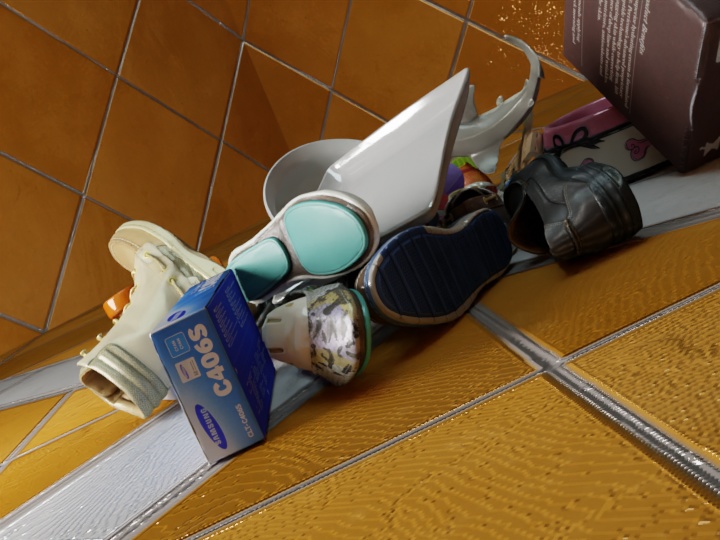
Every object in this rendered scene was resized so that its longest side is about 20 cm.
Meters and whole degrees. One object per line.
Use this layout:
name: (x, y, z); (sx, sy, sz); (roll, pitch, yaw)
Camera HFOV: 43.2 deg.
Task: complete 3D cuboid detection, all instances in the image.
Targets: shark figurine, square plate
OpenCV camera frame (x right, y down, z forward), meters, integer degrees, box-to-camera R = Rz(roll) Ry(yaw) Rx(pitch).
shark figurine: (0.153, -0.160, 1.022); (0.127, 0.091, 0.213); (22, -36, -32)
square plate: (0.016, -0.071, 0.814); (0.197, 0.028, 0.202); (-31, 28, 39)

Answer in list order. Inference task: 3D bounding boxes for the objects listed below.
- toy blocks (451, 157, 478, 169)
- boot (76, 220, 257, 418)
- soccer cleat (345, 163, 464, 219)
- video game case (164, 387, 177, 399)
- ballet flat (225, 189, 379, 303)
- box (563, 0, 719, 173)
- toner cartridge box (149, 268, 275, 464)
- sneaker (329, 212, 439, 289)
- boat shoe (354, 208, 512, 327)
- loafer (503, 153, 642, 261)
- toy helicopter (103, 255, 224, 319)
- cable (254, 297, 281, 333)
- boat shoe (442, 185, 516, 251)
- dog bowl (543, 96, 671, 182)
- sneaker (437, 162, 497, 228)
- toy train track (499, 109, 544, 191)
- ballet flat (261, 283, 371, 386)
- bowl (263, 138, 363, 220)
toy blocks: (0.100, -0.104, 1.215); (0.136, 0.101, 0.200); (-35, 6, 11)
boot: (-0.211, 0.042, 0.854); (0.198, 0.073, 0.156); (27, 63, 34)
soccer cleat: (0.015, -0.064, 0.938); (0.196, 0.068, 0.077); (-18, -11, 2)
video game case: (-0.159, 0.085, 0.958); (0.181, 0.023, 0.199); (-30, 9, -32)
ballet flat: (-0.039, -0.025, 0.733); (0.069, 0.070, 0.199); (-31, 4, -40)
box: (0.301, -0.235, 0.813); (0.162, 0.167, 0.201); (-25, 52, -9)
toner cartridge box: (-0.103, 0.061, 0.674); (0.043, 0.096, 0.200); (-24, 7, 0)
sneaker: (0.000, 0.000, 0.864); (0.200, 0.070, 0.079); (-38, 23, 55)
boat shoe: (0.049, 0.006, 0.705); (0.072, 0.073, 0.199); (-24, -3, 36)
loafer: (0.147, -0.048, 0.731); (0.071, 0.074, 0.200); (-29, 7, -6)
toy helicopter: (-0.210, 0.049, 1.016); (0.131, 0.080, 0.200); (-33, -2, -19)
cable: (-0.076, 0.035, 0.893); (0.097, 0.051, 0.200); (-40, 15, -3)
boat shoe: (0.113, -0.052, 0.886); (0.071, 0.060, 0.200); (-23, 8, 11)
dog bowl: (0.282, -0.148, 0.962); (0.197, 0.075, 0.200); (-24, 7, 3)
sneaker: (0.062, -0.067, 1.038); (0.197, 0.074, 0.077); (-19, 41, -24)
toy train track: (0.199, -0.125, 1.089); (0.032, 0.117, 0.200); (9, -7, 0)
ballet flat: (-0.037, 0.046, 0.654); (0.071, 0.073, 0.200); (-25, 2, -8)
bowl: (-0.022, -0.066, 1.128); (0.196, 0.091, 0.204); (2, 46, -2)
